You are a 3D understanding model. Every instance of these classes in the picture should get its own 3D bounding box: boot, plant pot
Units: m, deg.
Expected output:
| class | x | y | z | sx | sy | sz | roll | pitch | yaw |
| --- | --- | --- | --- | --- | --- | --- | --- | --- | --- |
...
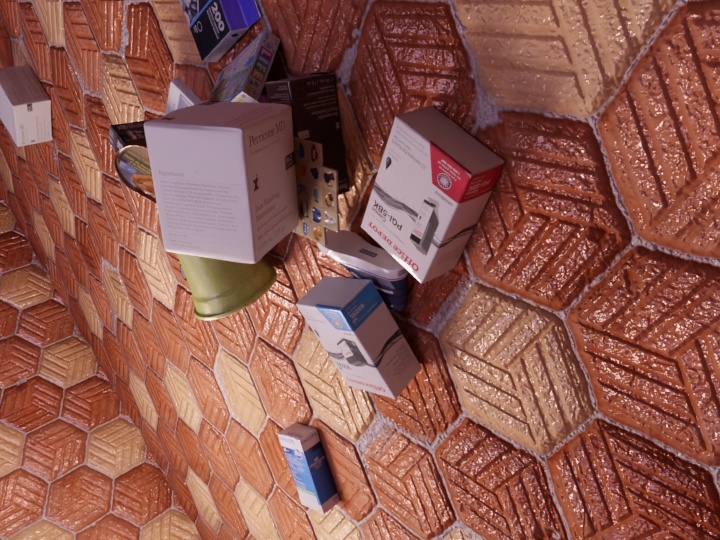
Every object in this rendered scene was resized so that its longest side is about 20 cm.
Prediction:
| class | x | y | z | sx | sy | sz | roll | pitch | yaw |
| --- | --- | --- | --- | --- | --- | --- | --- | --- | --- |
| boot | 0.000 | 0.000 | 1.034 | 0.199 | 0.072 | 0.091 | 28 | 135 | 38 |
| plant pot | -0.302 | -0.030 | 1.251 | 0.199 | 0.200 | 0.186 | 7 | 127 | 48 |

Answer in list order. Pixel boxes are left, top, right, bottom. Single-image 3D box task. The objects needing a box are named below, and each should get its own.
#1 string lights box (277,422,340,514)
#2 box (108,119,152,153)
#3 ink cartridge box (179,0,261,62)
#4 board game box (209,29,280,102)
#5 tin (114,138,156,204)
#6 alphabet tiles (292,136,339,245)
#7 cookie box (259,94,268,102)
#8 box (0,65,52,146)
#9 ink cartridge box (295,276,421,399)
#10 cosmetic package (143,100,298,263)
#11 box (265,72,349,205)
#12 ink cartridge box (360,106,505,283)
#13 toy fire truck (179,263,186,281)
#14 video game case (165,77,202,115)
| class | x | y | z | sx | sy | sz | roll | pitch | yaw |
| --- | --- | --- | --- | --- | --- | --- | --- | --- | --- |
| string lights box | -0.128 | 0.488 | 1.465 | 0.102 | 0.059 | 0.203 | -3 | 107 | 51 |
| box | -0.420 | -0.266 | 1.294 | 0.158 | 0.199 | 0.050 | 46 | 135 | 22 |
| ink cartridge box | -0.280 | -0.527 | 1.114 | 0.199 | 0.043 | 0.201 | -12 | 99 | 51 |
| board game box | -0.227 | -0.339 | 1.091 | 0.199 | 0.034 | 0.136 | -12 | 58 | 53 |
| tin | -0.385 | -0.181 | 1.172 | 0.199 | 0.042 | 0.112 | 32 | 131 | -17 |
| alphabet tiles | -0.103 | -0.137 | 0.976 | 0.199 | 0.006 | 0.169 | 24 | 126 | 40 |
| cookie box | -0.184 | -0.224 | 1.132 | 0.199 | 0.075 | 0.173 | -12 | 100 | 52 |
| box | -1.229 | -0.599 | 2.156 | 0.201 | 0.130 | 0.200 | 52 | 141 | 17 |
| ink cartridge box | -0.003 | 0.116 | 1.040 | 0.144 | 0.084 | 0.201 | 2 | 129 | 52 |
| cosmetic package | -0.204 | -0.143 | 0.913 | 0.163 | 0.165 | 0.203 | 8 | 118 | 16 |
| box | -0.087 | -0.221 | 0.996 | 0.074 | 0.099 | 0.203 | 16 | 122 | 45 |
| ink cartridge box | 0.095 | -0.105 | 0.851 | 0.147 | 0.082 | 0.202 | 43 | 137 | 25 |
| toy fire truck | -0.361 | -0.053 | 1.424 | 0.199 | 0.127 | 0.179 | 21 | 125 | 55 |
| video game case | -0.300 | -0.239 | 1.138 | 0.200 | 0.023 | 0.182 | 45 | 147 | 0 |
